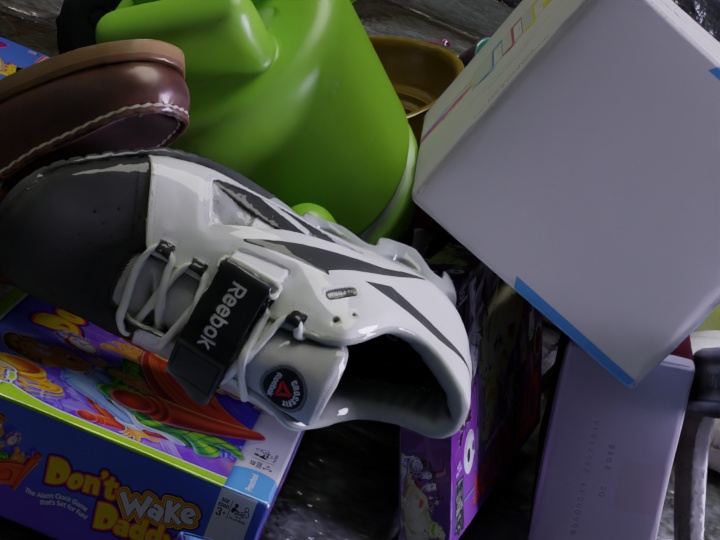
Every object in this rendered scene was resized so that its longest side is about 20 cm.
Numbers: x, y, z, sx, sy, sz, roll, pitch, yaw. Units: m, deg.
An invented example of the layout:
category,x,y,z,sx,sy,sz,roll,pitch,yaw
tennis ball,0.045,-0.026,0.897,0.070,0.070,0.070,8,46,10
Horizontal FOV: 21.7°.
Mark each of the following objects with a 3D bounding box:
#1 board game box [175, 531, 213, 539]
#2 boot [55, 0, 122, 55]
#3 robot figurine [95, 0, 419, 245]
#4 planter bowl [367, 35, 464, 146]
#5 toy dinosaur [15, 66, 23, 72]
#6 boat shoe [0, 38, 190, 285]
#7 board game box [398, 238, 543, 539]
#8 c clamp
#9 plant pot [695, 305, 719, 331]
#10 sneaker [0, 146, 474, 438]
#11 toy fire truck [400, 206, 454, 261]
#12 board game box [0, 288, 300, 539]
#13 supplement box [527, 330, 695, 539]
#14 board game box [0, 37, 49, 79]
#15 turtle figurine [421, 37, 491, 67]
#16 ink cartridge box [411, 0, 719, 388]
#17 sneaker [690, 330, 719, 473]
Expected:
category,x,y,z,sx,sy,sz,roll,pitch,yaw
board game box,0.034,0.162,0.611,0.199,0.045,0.152,17,16,-16
boot,-0.105,-0.111,0.970,0.198,0.074,0.162,19,5,-41
robot figurine,-0.043,-0.067,0.836,0.115,0.176,0.200,-9,-37,18
planter bowl,-0.028,-0.082,1.216,0.199,0.084,0.201,-6,25,3
toy dinosaur,-0.161,-0.054,0.872,0.199,0.086,0.135,4,10,27
boat shoe,-0.146,-0.026,0.751,0.070,0.199,0.071,18,54,-53
board game box,0.056,0.042,0.891,0.032,0.121,0.200,8,15,15
c clamp,0.152,0.115,0.803,0.027,0.172,0.200,0,3,1
plant pot,0.178,-0.040,1.142,0.200,0.201,0.193,26,7,16
sneaker,-0.041,0.014,0.709,0.199,0.074,0.089,14,29,-22
toy fire truck,0.000,0.000,1.025,0.167,0.113,0.200,10,5,34
board game box,-0.091,0.055,0.772,0.134,0.045,0.200,22,15,0
supplement box,0.124,0.064,0.934,0.060,0.110,0.200,11,16,4
board game box,-0.271,-0.116,1.128,0.134,0.045,0.200,22,15,-2
turtle figurine,0.056,-0.114,1.319,0.149,0.101,0.200,-28,5,-36
ink cartridge box,0.112,-0.060,0.847,0.128,0.125,0.200,40,14,-7
sneaker,0.240,0.094,1.064,0.199,0.075,0.100,23,14,5
